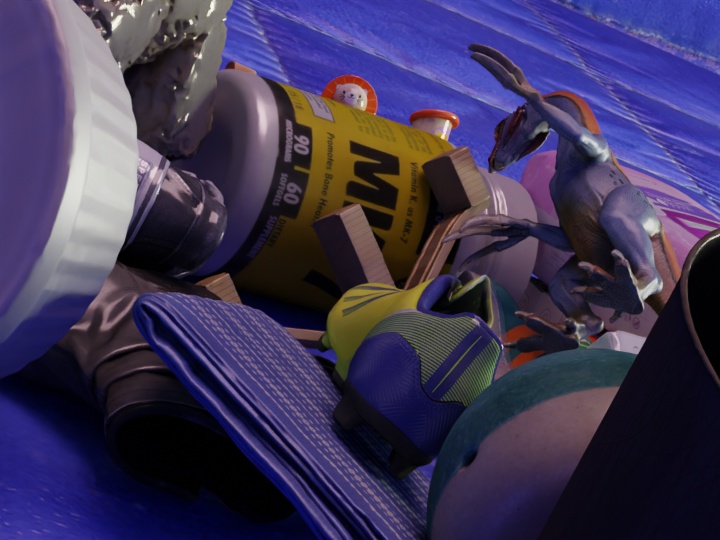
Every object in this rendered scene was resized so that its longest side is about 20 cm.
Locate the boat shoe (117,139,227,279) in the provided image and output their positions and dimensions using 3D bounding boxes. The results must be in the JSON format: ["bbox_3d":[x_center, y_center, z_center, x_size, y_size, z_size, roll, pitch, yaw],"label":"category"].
[{"bbox_3d":[-0.103,-0.023,1.113,0.068,0.072,0.200,28,-9,-11],"label":"boat shoe"}]

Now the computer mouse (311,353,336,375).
[{"bbox_3d":[-0.077,0.040,1.086,0.199,0.034,0.059,24,-22,-24],"label":"computer mouse"}]

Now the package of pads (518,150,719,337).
[{"bbox_3d":[0.181,0.008,1.302,0.120,0.076,0.200,10,21,-39],"label":"package of pads"}]

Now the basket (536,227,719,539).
[{"bbox_3d":[0.118,0.112,0.771,0.135,0.201,0.181,26,27,-7],"label":"basket"}]

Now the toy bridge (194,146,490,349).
[{"bbox_3d":[0.000,0.000,1.189,0.200,0.068,0.027,-28,7,-38],"label":"toy bridge"}]

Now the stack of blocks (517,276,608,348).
[{"bbox_3d":[0.140,0.073,1.273,0.115,0.059,0.200,18,16,-28],"label":"stack of blocks"}]

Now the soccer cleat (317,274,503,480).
[{"bbox_3d":[0.028,0.033,1.008,0.065,0.084,0.200,44,5,-9],"label":"soccer cleat"}]

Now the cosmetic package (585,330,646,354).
[{"bbox_3d":[0.177,0.111,1.079,0.199,0.081,0.113,13,51,-34],"label":"cosmetic package"}]

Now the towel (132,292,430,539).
[{"bbox_3d":[-0.021,0.068,0.948,0.145,0.024,0.200,47,6,10],"label":"towel"}]

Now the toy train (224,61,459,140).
[{"bbox_3d":[-0.013,-0.096,1.530,0.199,0.056,0.150,21,-9,-28],"label":"toy train"}]

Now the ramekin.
[{"bbox_3d":[-0.177,-0.043,0.887,0.202,0.203,0.094,31,4,22],"label":"ramekin"}]

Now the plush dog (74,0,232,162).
[{"bbox_3d":[-0.154,-0.163,1.178,0.171,0.161,0.200,20,-8,20],"label":"plush dog"}]

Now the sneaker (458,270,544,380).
[{"bbox_3d":[0.084,0.070,1.180,0.080,0.072,0.200,21,23,-19],"label":"sneaker"}]

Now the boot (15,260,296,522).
[{"bbox_3d":[-0.115,0.034,0.964,0.199,0.070,0.132,16,21,-27],"label":"boot"}]

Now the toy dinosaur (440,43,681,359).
[{"bbox_3d":[0.115,-0.023,1.175,0.199,0.105,0.182,30,36,-7],"label":"toy dinosaur"}]

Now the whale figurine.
[{"bbox_3d":[0.118,0.104,0.917,0.199,0.159,0.104,26,27,-25],"label":"whale figurine"}]

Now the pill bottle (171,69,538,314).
[{"bbox_3d":[-0.006,-0.032,1.282,0.199,0.115,0.114,16,17,-32],"label":"pill bottle"}]
